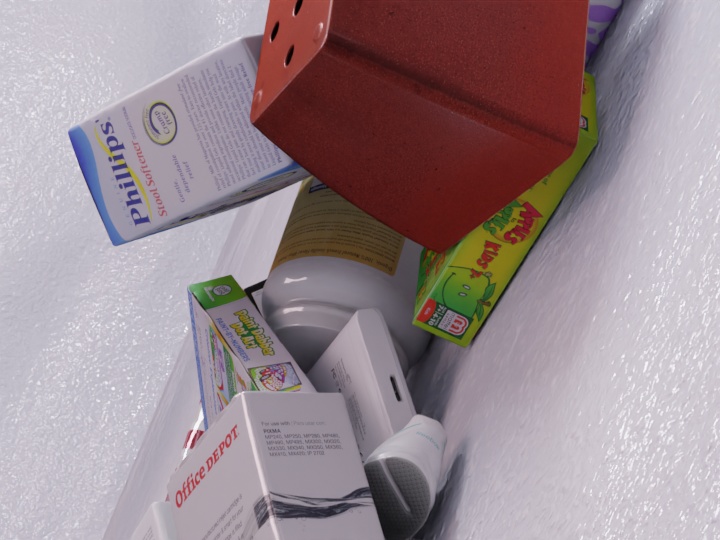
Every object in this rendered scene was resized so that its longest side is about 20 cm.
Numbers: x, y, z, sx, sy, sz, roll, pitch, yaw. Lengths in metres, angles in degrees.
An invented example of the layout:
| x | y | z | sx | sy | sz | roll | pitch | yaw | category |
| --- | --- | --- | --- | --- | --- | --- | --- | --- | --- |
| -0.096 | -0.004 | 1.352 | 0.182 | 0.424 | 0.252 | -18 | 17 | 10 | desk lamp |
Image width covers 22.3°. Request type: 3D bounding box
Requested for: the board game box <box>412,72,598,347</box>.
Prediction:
| x | y | z | sx | sy | sz | roll | pitch | yaw | category |
| --- | --- | --- | --- | --- | --- | --- | --- | --- | --- |
| 0.106 | -0.051 | 1.353 | 0.200 | 0.047 | 0.102 | -60 | 11 | 31 | board game box |

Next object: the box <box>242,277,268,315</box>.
| x | y | z | sx | sy | sz | roll | pitch | yaw | category |
| --- | --- | --- | --- | --- | --- | --- | --- | --- | --- |
| -0.053 | 0.031 | 1.738 | 0.159 | 0.050 | 0.200 | -25 | -7 | -21 | box |

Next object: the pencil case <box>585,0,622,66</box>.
| x | y | z | sx | sy | sz | roll | pitch | yaw | category |
| --- | --- | --- | --- | --- | --- | --- | --- | --- | --- |
| 0.156 | -0.208 | 1.382 | 0.201 | 0.084 | 0.085 | -60 | -10 | 26 | pencil case |

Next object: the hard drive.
| x | y | z | sx | sy | sz | roll | pitch | yaw | category |
| --- | --- | --- | --- | --- | --- | --- | --- | --- | --- |
| -0.012 | 0.134 | 1.423 | 0.200 | 0.027 | 0.132 | -52 | 50 | 53 | hard drive |

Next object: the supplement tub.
| x | y | z | sx | sy | sz | roll | pitch | yaw | category |
| --- | --- | --- | --- | --- | --- | --- | --- | --- | --- |
| 0.000 | 0.000 | 1.517 | 0.144 | 0.144 | 0.201 | -52 | 16 | 55 | supplement tub |

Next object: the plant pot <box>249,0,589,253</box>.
| x | y | z | sx | sy | sz | roll | pitch | yaw | category |
| --- | --- | --- | --- | --- | --- | --- | --- | --- | --- |
| 0.033 | -0.156 | 1.279 | 0.200 | 0.175 | 0.201 | -39 | 39 | 57 | plant pot |

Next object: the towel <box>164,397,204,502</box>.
| x | y | z | sx | sy | sz | roll | pitch | yaw | category |
| --- | --- | --- | --- | --- | --- | --- | --- | --- | --- |
| -0.082 | 0.157 | 1.607 | 0.023 | 0.143 | 0.201 | 91 | -168 | -51 | towel |

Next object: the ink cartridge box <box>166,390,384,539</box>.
| x | y | z | sx | sy | sz | roll | pitch | yaw | category |
| --- | --- | --- | --- | --- | --- | --- | --- | --- | --- |
| -0.051 | 0.199 | 1.218 | 0.145 | 0.084 | 0.201 | -51 | 47 | 46 | ink cartridge box |

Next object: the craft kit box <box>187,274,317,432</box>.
| x | y | z | sx | sy | sz | roll | pitch | yaw | category |
| --- | --- | --- | --- | --- | --- | --- | --- | --- | --- |
| -0.079 | 0.135 | 1.445 | 0.198 | 0.048 | 0.201 | -127 | 28 | -55 | craft kit box |

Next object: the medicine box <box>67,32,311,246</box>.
| x | y | z | sx | sy | sz | roll | pitch | yaw | category |
| --- | --- | --- | --- | --- | --- | --- | --- | --- | --- |
| -0.090 | -0.112 | 1.430 | 0.199 | 0.103 | 0.182 | -22 | 0 | 36 | medicine box |

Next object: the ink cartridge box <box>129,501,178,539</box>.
| x | y | z | sx | sy | sz | roll | pitch | yaw | category |
| --- | --- | --- | --- | --- | --- | --- | --- | --- | --- |
| -0.127 | 0.301 | 1.424 | 0.145 | 0.083 | 0.201 | -57 | 41 | 43 | ink cartridge box |

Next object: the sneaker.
| x | y | z | sx | sy | sz | roll | pitch | yaw | category |
| --- | --- | --- | --- | --- | --- | --- | --- | --- | --- |
| 0.010 | 0.181 | 1.298 | 0.201 | 0.070 | 0.080 | -55 | -2 | 38 | sneaker |
